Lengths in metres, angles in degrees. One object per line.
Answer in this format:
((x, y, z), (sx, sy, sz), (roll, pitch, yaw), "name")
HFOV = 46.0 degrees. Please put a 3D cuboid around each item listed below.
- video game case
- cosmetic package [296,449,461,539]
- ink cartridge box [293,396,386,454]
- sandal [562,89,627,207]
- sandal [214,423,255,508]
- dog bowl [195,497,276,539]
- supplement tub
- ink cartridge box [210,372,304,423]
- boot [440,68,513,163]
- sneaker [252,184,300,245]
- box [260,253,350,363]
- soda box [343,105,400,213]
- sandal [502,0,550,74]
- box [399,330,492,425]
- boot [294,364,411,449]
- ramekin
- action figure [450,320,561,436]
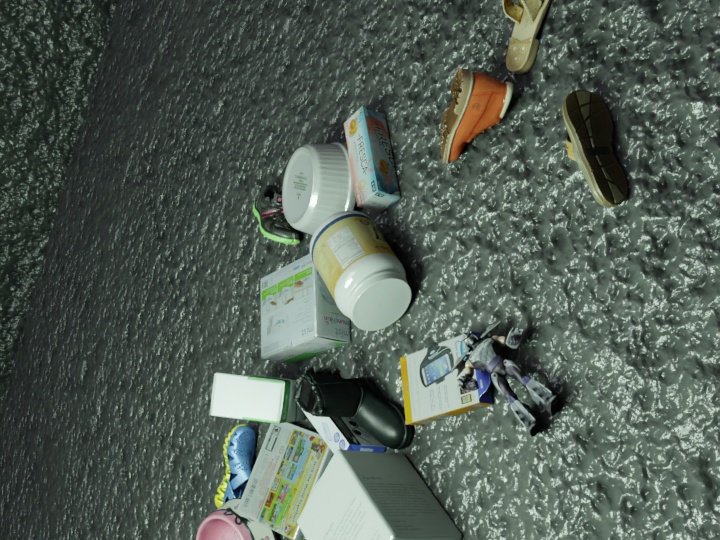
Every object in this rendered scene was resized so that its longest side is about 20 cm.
((-0.148, 0.412, 1.690), (0.180, 0.023, 0.203), (9, 71, 43), "video game case")
((0.027, 0.429, 1.409), (0.167, 0.163, 0.200), (-60, 42, 19), "cosmetic package")
((-0.041, 0.284, 1.594), (0.200, 0.093, 0.045), (44, 113, 47), "ink cartridge box")
((0.343, -0.180, 1.272), (0.054, 0.079, 0.204), (130, 134, -60), "sandal")
((-0.256, 0.436, 1.843), (0.086, 0.078, 0.205), (15, 99, 48), "sandal")
((-0.263, 0.583, 1.759), (0.197, 0.073, 0.205), (2, 93, 39), "dog bowl")
((0.000, 0.000, 1.583), (0.146, 0.142, 0.201), (-56, 43, 24), "supplement tub")
((-0.196, 0.252, 1.683), (0.143, 0.200, 0.085), (4, 83, 11), "ink cartridge box")
((0.196, -0.256, 1.468), (0.201, 0.105, 0.076), (109, 162, -54), "boot")
((-0.188, -0.127, 1.911), (0.201, 0.076, 0.085), (52, 123, 43), "sneaker")
((-0.118, 0.081, 1.746), (0.198, 0.095, 0.180), (-25, 62, 45), "box")
((0.022, -0.221, 1.683), (0.068, 0.063, 0.204), (-33, 56, 41), "soda box")
((0.271, -0.446, 1.430), (0.077, 0.069, 0.217), (6, 85, 51), "sandal")
((0.150, 0.182, 1.429), (0.198, 0.041, 0.122), (-25, 61, 43), "box")
((-0.018, 0.247, 1.520), (0.198, 0.160, 0.074), (44, 115, 47), "boot")
((-0.091, -0.168, 1.758), (0.201, 0.092, 0.207), (-17, 71, 60), "ramekin")
((0.220, 0.155, 1.304), (0.131, 0.069, 0.200), (-49, 57, 7), "action figure")
